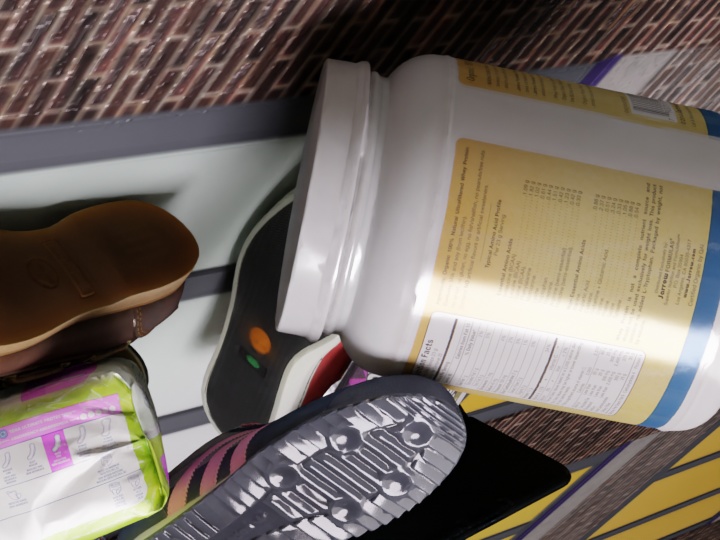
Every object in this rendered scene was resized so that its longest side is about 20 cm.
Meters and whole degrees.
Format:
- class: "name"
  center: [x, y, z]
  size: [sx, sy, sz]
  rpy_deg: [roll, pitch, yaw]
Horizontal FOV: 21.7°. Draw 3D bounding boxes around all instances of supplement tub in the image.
- class: "supplement tub"
  center: [0.070, -0.015, 0.838]
  size: [0.198, 0.146, 0.145]
  rpy_deg: [11, 151, -4]

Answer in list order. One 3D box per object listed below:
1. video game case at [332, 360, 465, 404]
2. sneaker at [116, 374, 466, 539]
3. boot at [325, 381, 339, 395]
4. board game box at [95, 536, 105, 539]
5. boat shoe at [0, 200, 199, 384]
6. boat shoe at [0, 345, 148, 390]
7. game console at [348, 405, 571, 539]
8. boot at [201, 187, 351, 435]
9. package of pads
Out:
- class: "video game case"
  center: [0.048, 0.034, 1.051]
  size: [0.182, 0.036, 0.200]
  rpy_deg: [-58, 167, 15]
- class: "sneaker"
  center: [-0.036, 0.087, 0.856]
  size: [0.199, 0.070, 0.082]
  rpy_deg: [-30, -153, 25]
- class: "boot"
  center: [-0.030, 0.103, 1.208]
  size: [0.095, 0.074, 0.200]
  rpy_deg: [-26, 152, 1]
- class: "board game box"
  center: [-0.215, 0.206, 1.064]
  size: [0.200, 0.062, 0.200]
  rpy_deg: [-39, -178, 14]
- class: "boat shoe"
  center: [-0.154, 0.020, 0.806]
  size: [0.199, 0.071, 0.070]
  rpy_deg: [-7, 145, -49]
- class: "boat shoe"
  center: [-0.182, 0.098, 0.968]
  size: [0.200, 0.073, 0.065]
  rpy_deg: [-39, 179, 16]
- class: "game console"
  center: [0.018, 0.175, 1.340]
  size: [0.199, 0.117, 0.176]
  rpy_deg: [-18, 157, -44]
- class: "boot"
  center: [0.000, 0.000, 1.012]
  size: [0.144, 0.072, 0.201]
  rpy_deg: [-31, 159, -41]
- class: "package of pads"
  center: [-0.184, 0.098, 0.832]
  size: [0.198, 0.069, 0.154]
  rpy_deg: [-18, -177, -7]
